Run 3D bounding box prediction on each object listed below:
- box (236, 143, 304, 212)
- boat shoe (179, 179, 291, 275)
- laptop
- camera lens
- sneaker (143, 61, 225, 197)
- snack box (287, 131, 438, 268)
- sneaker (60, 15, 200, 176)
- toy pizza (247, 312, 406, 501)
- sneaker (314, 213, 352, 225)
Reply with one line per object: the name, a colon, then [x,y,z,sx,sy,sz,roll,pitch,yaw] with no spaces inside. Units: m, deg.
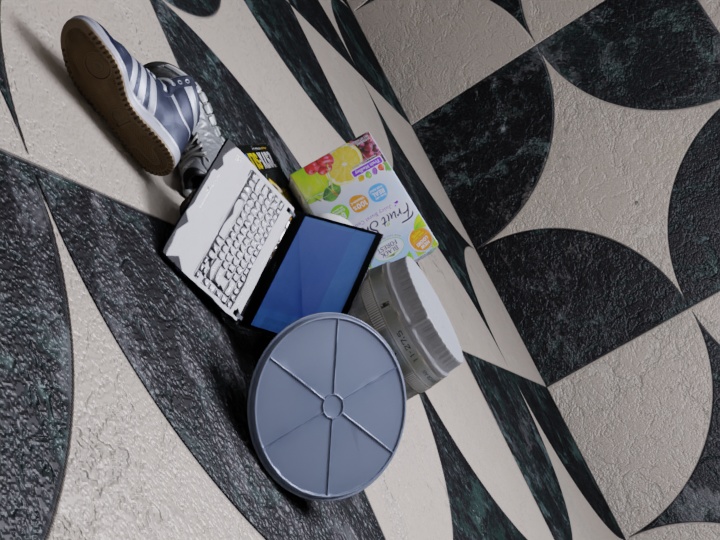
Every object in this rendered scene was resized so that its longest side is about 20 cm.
box: [-0.138,-0.100,1.496,0.161,0.049,0.200,58,13,0]
boat shoe: [-0.139,-0.044,1.282,0.200,0.073,0.075,41,55,-36]
laptop: [-0.096,-0.031,1.192,0.200,0.102,0.179,47,51,-30]
camera lens: [0.005,0.094,1.266,0.161,0.198,0.160,57,11,-18]
sneaker: [-0.213,-0.160,1.293,0.201,0.074,0.116,55,16,-24]
snack box: [0.003,-0.083,1.536,0.202,0.141,0.053,59,-13,8]
sneaker: [-0.255,-0.217,1.190,0.201,0.069,0.109,59,37,-30]
toy pizza: [-0.037,0.147,1.138,0.201,0.200,0.032,56,-28,-16]
sneaker: [0.000,0.000,1.407,0.200,0.073,0.117,45,25,-44]
